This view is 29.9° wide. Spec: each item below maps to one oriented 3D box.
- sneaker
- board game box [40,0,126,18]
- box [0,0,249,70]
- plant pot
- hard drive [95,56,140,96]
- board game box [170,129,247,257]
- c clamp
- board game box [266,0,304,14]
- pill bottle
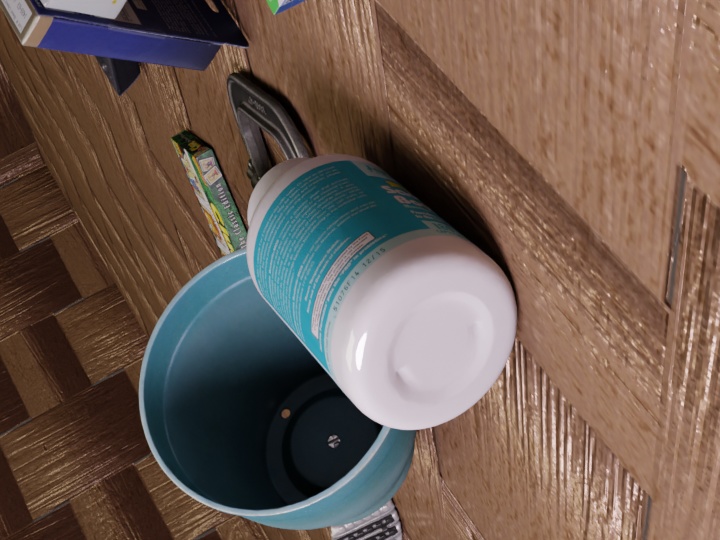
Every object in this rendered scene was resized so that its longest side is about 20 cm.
[{"bbox_3d":[-0.011,0.221,1.374,0.081,0.074,0.202,-115,5,-66],"label":"sneaker"},{"bbox_3d":[-0.194,-0.293,0.897,0.148,0.064,0.201,-48,62,29],"label":"board game box"},{"bbox_3d":[-0.180,-0.201,0.971,0.032,0.199,0.122,-50,61,30],"label":"box"},{"bbox_3d":[-0.040,0.108,1.026,0.201,0.199,0.188,55,180,28],"label":"plant pot"},{"bbox_3d":[-0.304,-0.306,1.491,0.201,0.042,0.135,58,165,20],"label":"hard drive"},{"bbox_3d":[-0.143,-0.047,1.434,0.105,0.023,0.202,32,146,61],"label":"board game box"},{"bbox_3d":[-0.063,-0.075,1.086,0.200,0.027,0.173,-143,34,-64],"label":"c clamp"},{"bbox_3d":[-0.045,-0.226,0.703,0.137,0.034,0.200,63,166,-2],"label":"board game box"},{"bbox_3d":[0.000,0.000,0.803,0.200,0.110,0.112,44,157,52],"label":"pill bottle"}]
